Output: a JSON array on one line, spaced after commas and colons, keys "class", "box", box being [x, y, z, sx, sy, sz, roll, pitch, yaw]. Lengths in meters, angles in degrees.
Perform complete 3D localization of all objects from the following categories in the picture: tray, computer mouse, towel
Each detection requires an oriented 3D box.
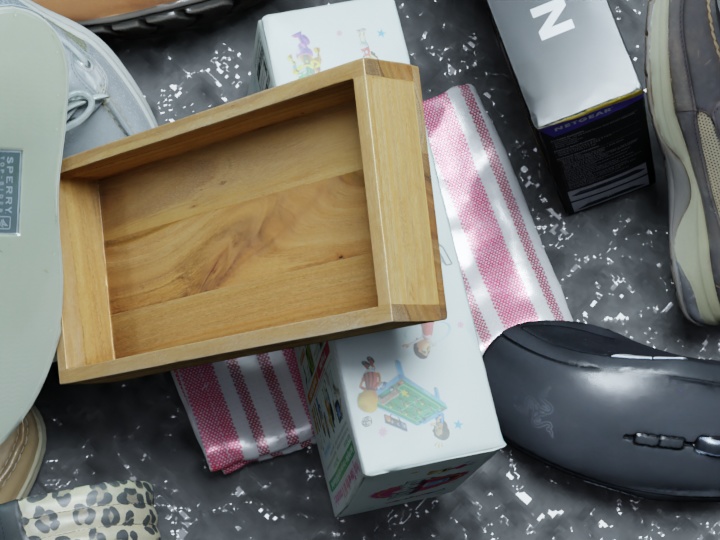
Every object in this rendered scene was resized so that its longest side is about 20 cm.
[{"class": "tray", "box": [-0.054, -0.014, 0.717, 0.037, 0.200, 0.099, 0, 81, -46]}, {"class": "computer mouse", "box": [0.158, 0.051, 0.812, 0.199, 0.046, 0.141, 18, 110, 5]}, {"class": "towel", "box": [-0.006, 0.001, 0.869, 0.199, 0.030, 0.147, -20, 76, -6]}]

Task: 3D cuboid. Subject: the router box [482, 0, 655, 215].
[{"class": "router box", "box": [0.083, -0.142, 0.841, 0.052, 0.157, 0.201, -21, 75, 7]}]

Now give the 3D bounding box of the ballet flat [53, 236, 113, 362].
[{"class": "ballet flat", "box": [-0.152, 0.009, 0.824, 0.199, 0.069, 0.070, -19, 74, 9]}]

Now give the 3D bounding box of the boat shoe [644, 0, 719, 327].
[{"class": "boat shoe", "box": [0.176, -0.068, 0.815, 0.073, 0.201, 0.075, -5, 31, 15]}]

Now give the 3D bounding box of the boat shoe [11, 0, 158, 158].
[{"class": "boat shoe", "box": [-0.177, -0.101, 0.836, 0.074, 0.065, 0.202, -32, 117, 21]}]

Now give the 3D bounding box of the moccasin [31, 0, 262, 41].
[{"class": "moccasin", "box": [-0.133, -0.156, 0.893, 0.200, 0.074, 0.078, -7, 91, 7]}]

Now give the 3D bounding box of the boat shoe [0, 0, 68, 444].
[{"class": "boat shoe", "box": [-0.170, -0.019, 0.764, 0.070, 0.071, 0.202, 4, 100, -29]}]

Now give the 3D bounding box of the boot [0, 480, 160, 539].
[{"class": "boot", "box": [-0.168, 0.191, 0.794, 0.203, 0.074, 0.154, -14, 72, -8]}]

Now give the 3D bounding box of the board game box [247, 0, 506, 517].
[{"class": "board game box", "box": [0.000, 0.000, 0.782, 0.064, 0.148, 0.201, -11, 77, -8]}]

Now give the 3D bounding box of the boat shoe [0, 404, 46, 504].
[{"class": "boat shoe", "box": [-0.229, 0.127, 0.810, 0.074, 0.069, 0.200, 41, 76, 12]}]
